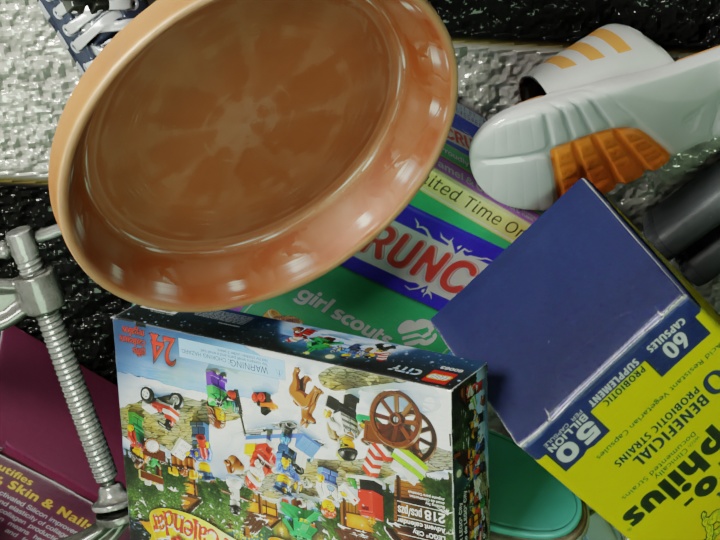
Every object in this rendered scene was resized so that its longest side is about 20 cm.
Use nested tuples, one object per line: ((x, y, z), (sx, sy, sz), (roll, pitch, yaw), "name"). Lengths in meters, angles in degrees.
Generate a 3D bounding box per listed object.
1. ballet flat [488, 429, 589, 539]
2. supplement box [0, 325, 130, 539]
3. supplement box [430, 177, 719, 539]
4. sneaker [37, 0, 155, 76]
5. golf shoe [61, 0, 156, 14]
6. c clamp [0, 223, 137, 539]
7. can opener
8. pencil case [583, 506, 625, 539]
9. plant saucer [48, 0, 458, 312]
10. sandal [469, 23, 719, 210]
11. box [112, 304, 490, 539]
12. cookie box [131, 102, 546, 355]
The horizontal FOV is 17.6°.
((0.026, 0.107, 1.201), (0.199, 0.068, 0.064), (21, 141, 18), "ballet flat")
((-0.214, 0.146, 1.329), (0.131, 0.104, 0.200), (33, 123, -23), "supplement box")
((0.147, 0.066, 1.178), (0.109, 0.110, 0.200), (-43, 132, 7), "supplement box")
((-0.118, -0.107, 1.109), (0.070, 0.109, 0.200), (-21, 129, 15), "sneaker")
((-0.062, -0.181, 1.073), (0.199, 0.095, 0.078), (-9, 152, -30), "golf shoe")
((-0.169, 0.073, 1.204), (0.170, 0.027, 0.201), (-13, 108, -4), "c clamp")
((0.179, -0.006, 1.239), (0.053, 0.067, 0.200), (34, 122, -29), "can opener")
((0.106, 0.155, 1.294), (0.090, 0.200, 0.084), (-14, 86, 7), "pencil case")
((-0.050, -0.065, 1.066), (0.199, 0.032, 0.201), (-19, 139, -17), "plant saucer")
((0.142, -0.092, 1.175), (0.205, 0.059, 0.079), (-18, 143, -15), "sandal")
((-0.030, 0.097, 1.154), (0.199, 0.038, 0.138), (10, 114, 31), "box")
((0.000, 0.000, 1.231), (0.171, 0.075, 0.200), (29, 124, -24), "cookie box")
